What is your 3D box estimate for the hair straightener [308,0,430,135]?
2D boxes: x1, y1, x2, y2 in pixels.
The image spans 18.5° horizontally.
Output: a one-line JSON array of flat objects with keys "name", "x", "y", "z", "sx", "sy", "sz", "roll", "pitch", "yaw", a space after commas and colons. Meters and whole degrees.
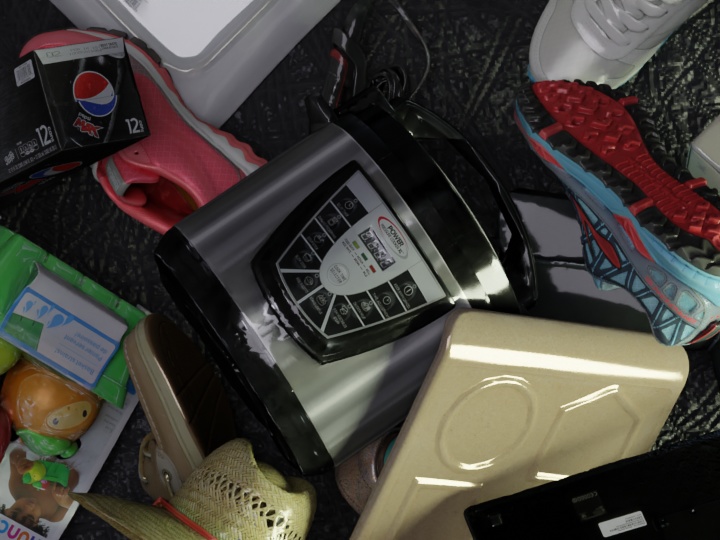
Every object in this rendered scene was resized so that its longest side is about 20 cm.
[{"name": "hair straightener", "x": -0.001, "y": -0.079, "z": 1.401, "sx": 0.077, "sy": 0.041, "sz": 0.201, "roll": 13, "pitch": 89, "yaw": -21}]

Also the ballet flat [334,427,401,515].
[{"name": "ballet flat", "x": 0.051, "y": 0.180, "z": 1.369, "sx": 0.067, "sy": 0.068, "sz": 0.200, "roll": -18, "pitch": 110, "yaw": 43}]

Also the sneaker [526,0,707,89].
[{"name": "sneaker", "x": 0.179, "y": -0.181, "z": 1.347, "sx": 0.200, "sy": 0.081, "sz": 0.077, "roll": -43, "pitch": 85, "yaw": 8}]

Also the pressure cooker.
[{"name": "pressure cooker", "x": -0.001, "y": -0.001, "z": 1.297, "sx": 0.200, "sy": 0.176, "sz": 0.179, "roll": -33, "pitch": 44, "yaw": -8}]

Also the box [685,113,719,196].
[{"name": "box", "x": 0.288, "y": -0.108, "z": 1.310, "sx": 0.200, "sy": 0.068, "sz": 0.082, "roll": -44, "pitch": 76, "yaw": -7}]

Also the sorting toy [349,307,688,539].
[{"name": "sorting toy", "x": 0.085, "y": 0.118, "z": 1.295, "sx": 0.036, "sy": 0.184, "sz": 0.201, "roll": 43, "pitch": 118, "yaw": 49}]

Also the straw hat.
[{"name": "straw hat", "x": -0.070, "y": 0.146, "z": 1.285, "sx": 0.201, "sy": 0.201, "sz": 0.085, "roll": 31, "pitch": 80, "yaw": 8}]

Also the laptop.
[{"name": "laptop", "x": 0.172, "y": 0.218, "z": 1.268, "sx": 0.176, "sy": 0.103, "sz": 0.201, "roll": -15, "pitch": 58, "yaw": -13}]

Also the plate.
[{"name": "plate", "x": -0.109, "y": -0.218, "z": 1.418, "sx": 0.200, "sy": 0.032, "sz": 0.200, "roll": -45, "pitch": 84, "yaw": 7}]

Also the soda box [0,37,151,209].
[{"name": "soda box", "x": -0.214, "y": -0.082, "z": 1.361, "sx": 0.200, "sy": 0.071, "sz": 0.064, "roll": -19, "pitch": 86, "yaw": 50}]

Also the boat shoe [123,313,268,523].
[{"name": "boat shoe", "x": -0.109, "y": 0.123, "z": 1.380, "sx": 0.065, "sy": 0.072, "sz": 0.201, "roll": -18, "pitch": 110, "yaw": 18}]

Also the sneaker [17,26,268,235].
[{"name": "sneaker", "x": -0.142, "y": -0.082, "z": 1.384, "sx": 0.200, "sy": 0.087, "sz": 0.074, "roll": 37, "pitch": 123, "yaw": 8}]

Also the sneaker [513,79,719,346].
[{"name": "sneaker", "x": 0.145, "y": -0.033, "z": 1.298, "sx": 0.200, "sy": 0.079, "sz": 0.096, "roll": 53, "pitch": 141, "yaw": 37}]

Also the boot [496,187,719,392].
[{"name": "boot", "x": 0.173, "y": 0.042, "z": 1.353, "sx": 0.199, "sy": 0.066, "sz": 0.166, "roll": 9, "pitch": 83, "yaw": 6}]

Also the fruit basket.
[{"name": "fruit basket", "x": -0.227, "y": 0.081, "z": 1.368, "sx": 0.185, "sy": 0.094, "sz": 0.201, "roll": 35, "pitch": 76, "yaw": -31}]
